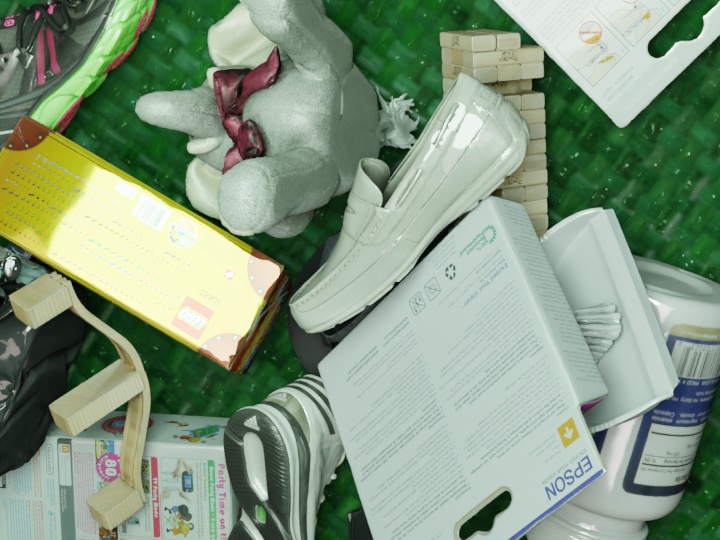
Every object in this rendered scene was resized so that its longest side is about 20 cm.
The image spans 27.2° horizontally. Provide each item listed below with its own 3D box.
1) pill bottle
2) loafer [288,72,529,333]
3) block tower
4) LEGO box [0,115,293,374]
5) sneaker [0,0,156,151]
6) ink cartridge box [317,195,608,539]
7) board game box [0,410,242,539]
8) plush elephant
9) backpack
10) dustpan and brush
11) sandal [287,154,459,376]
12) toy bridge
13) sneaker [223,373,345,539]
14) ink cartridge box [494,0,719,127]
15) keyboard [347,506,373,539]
[{"bbox_3d":[0.176,0.099,1.009,0.110,0.111,0.202,16,104,6],"label":"pill bottle"},{"bbox_3d":[0.020,-0.042,0.947,0.070,0.070,0.200,41,106,-12],"label":"loafer"},{"bbox_3d":[0.092,-0.060,1.008,0.053,0.058,0.202,-7,104,-19],"label":"block tower"},{"bbox_3d":[-0.150,-0.013,1.012,0.199,0.149,0.078,30,85,2],"label":"LEGO box"},{"bbox_3d":[-0.213,-0.157,1.037,0.084,0.077,0.200,43,104,-6],"label":"sneaker"},{"bbox_3d":[0.066,0.091,0.945,0.196,0.043,0.201,-45,52,35],"label":"ink cartridge box"},{"bbox_3d":[-0.183,0.184,1.114,0.198,0.064,0.149,3,103,10],"label":"board game box"},{"bbox_3d":[-0.071,-0.104,0.993,0.154,0.199,0.167,2,90,32],"label":"plush elephant"},{"bbox_3d":[-0.300,0.041,1.055,0.199,0.126,0.168,26,97,18],"label":"backpack"},{"bbox_3d":[0.104,0.065,0.967,0.200,0.057,0.141,-48,48,44],"label":"dustpan and brush"},{"bbox_3d":[0.000,-0.001,1.027,0.076,0.043,0.201,38,125,10],"label":"sandal"},{"bbox_3d":[-0.177,0.086,1.014,0.027,0.067,0.201,25,139,42],"label":"toy bridge"},{"bbox_3d":[-0.037,0.167,1.064,0.075,0.115,0.202,19,121,31],"label":"sneaker"},{"bbox_3d":[0.160,-0.222,0.982,0.200,0.050,0.162,43,105,-10],"label":"ink cartridge box"},{"bbox_3d":[0.053,0.270,1.116,0.126,0.021,0.202,2,104,15],"label":"keyboard"}]
